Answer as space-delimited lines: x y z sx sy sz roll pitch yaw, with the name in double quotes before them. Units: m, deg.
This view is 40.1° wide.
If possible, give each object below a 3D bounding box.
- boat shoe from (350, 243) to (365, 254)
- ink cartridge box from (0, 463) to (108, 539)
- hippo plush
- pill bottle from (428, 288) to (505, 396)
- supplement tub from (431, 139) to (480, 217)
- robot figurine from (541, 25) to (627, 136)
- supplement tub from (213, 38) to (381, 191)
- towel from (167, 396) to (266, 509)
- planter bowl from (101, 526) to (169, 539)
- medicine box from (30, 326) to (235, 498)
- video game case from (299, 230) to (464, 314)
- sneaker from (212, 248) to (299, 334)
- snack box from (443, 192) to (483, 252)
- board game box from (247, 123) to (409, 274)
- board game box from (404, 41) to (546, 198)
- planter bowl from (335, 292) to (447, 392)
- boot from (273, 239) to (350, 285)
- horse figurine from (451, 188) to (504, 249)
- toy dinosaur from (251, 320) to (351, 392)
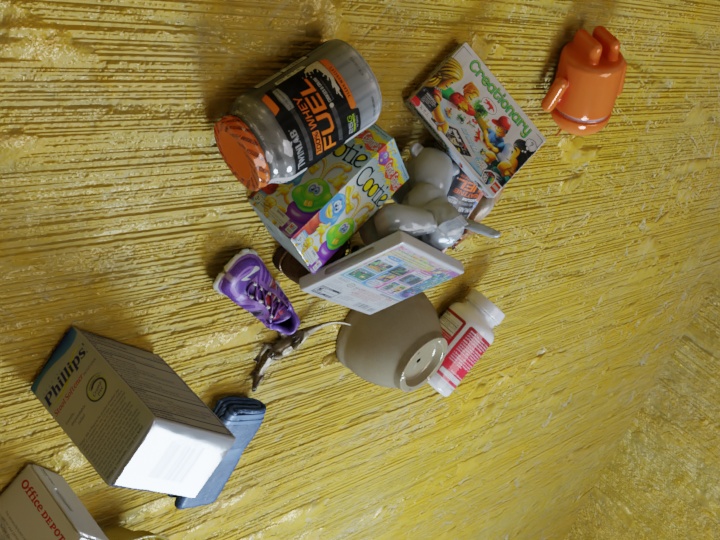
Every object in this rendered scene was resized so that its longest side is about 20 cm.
"boat shoe" 0.000 0.000 1.593 0.056 0.068 0.200 -23 168 5
"ink cartridge box" -0.457 0.391 1.335 0.200 0.146 0.083 -48 150 -3
"hippo plush" 0.082 -0.111 1.477 0.157 0.164 0.198 17 151 -37
"pill bottle" 0.192 0.140 1.953 0.201 0.112 0.112 -50 149 -1
"supplement tub" 0.144 -0.139 1.603 0.106 0.107 0.203 -3 125 -51
"robot figurine" 0.395 -0.324 1.732 0.144 0.115 0.203 -52 155 -42
"supplement tub" -0.079 -0.193 1.241 0.199 0.122 0.124 -37 147 -22
"towel" -0.237 0.296 1.620 0.111 0.048 0.202 11 113 -56
"planter bowl" -0.399 0.467 1.553 0.199 0.083 0.203 -33 146 -26
"medicine box" -0.293 0.186 1.282 0.104 0.199 0.182 -53 149 3
"video game case" 0.035 0.008 1.464 0.180 0.024 0.199 -25 155 25
"sneaker" -0.141 0.036 1.439 0.081 0.083 0.200 -49 148 -1
"snack box" 0.144 -0.097 1.680 0.202 0.072 0.024 -56 154 8
"board game box" -0.042 -0.115 1.388 0.200 0.103 0.105 -45 149 -9
"board game box" 0.176 -0.227 1.500 0.126 0.035 0.200 -46 104 -7
"planter bowl" 0.072 0.130 1.767 0.199 0.134 0.202 -34 146 -27
"boot" -0.034 -0.044 1.503 0.199 0.075 0.074 -39 145 -22
"horse figurine" 0.210 -0.126 1.752 0.202 0.049 0.132 -61 161 4
"toy dinosaur" -0.112 0.113 1.603 0.198 0.059 0.101 -36 161 -10
